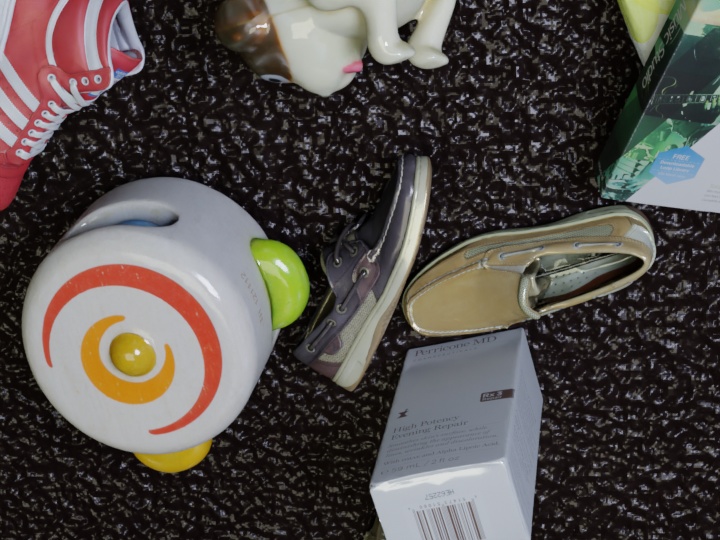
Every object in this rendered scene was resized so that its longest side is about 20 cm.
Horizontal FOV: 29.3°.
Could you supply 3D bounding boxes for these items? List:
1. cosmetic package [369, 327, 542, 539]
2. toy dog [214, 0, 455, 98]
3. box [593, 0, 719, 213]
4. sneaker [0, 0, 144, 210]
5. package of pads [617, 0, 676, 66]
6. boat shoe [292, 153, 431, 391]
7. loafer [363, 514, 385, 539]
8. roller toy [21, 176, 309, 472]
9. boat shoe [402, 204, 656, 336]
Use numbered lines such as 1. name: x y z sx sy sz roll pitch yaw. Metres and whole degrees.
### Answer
1. cosmetic package: 0.074 0.122 1.001 0.100 0.201 0.075 -12 113 14
2. toy dog: -0.013 -0.207 0.904 0.193 0.139 0.201 40 115 5
3. box: 0.253 -0.117 0.895 0.142 0.037 0.201 5 138 -12
4. sneaker: -0.225 -0.122 1.013 0.111 0.071 0.203 18 114 5
5. package of pads: 0.252 -0.229 0.885 0.198 0.068 0.156 -20 108 18
6. boat shoe: 0.000 0.000 1.031 0.064 0.072 0.202 17 122 -6
7. loafer: 0.037 0.235 1.136 0.075 0.068 0.202 23 132 2
8. roller toy: -0.156 0.038 1.035 0.181 0.140 0.201 34 116 -6
9. boat shoe: 0.118 0.008 1.010 0.198 0.076 0.072 -23 109 19
